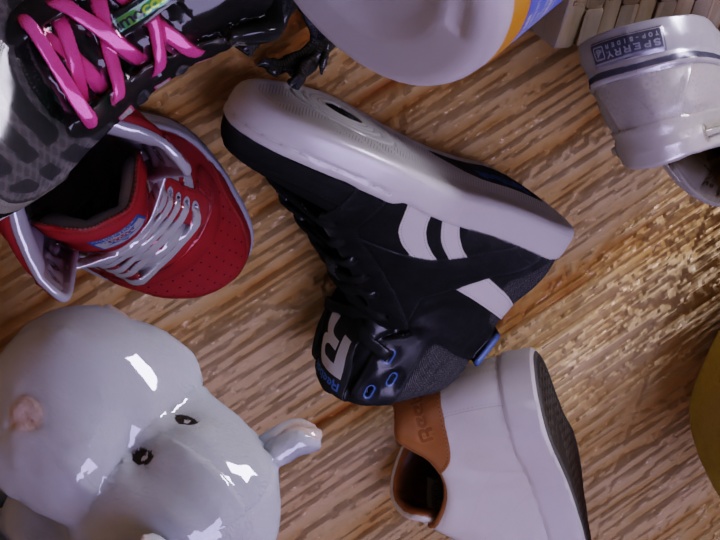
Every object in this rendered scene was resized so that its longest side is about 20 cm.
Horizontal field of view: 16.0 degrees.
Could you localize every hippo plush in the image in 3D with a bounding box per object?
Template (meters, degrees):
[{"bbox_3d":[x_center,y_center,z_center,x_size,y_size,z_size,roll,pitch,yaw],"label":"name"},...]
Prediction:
[{"bbox_3d":[-0.103,0.103,0.931,0.159,0.200,0.161,-38,176,-28],"label":"hippo plush"}]

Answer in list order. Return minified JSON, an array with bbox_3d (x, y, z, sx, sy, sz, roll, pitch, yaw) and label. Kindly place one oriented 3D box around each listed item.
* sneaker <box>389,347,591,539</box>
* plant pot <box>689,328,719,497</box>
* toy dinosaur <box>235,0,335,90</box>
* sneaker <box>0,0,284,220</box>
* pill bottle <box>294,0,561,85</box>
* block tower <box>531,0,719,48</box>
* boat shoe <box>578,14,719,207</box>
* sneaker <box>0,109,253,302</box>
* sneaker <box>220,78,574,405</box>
[{"bbox_3d":[0.061,0.101,1.199,0.084,0.073,0.200,-12,143,9],"label":"sneaker"},{"bbox_3d":[0.244,0.062,1.231,0.142,0.201,0.200,-35,145,30],"label":"plant pot"},{"bbox_3d":[-0.016,-0.115,0.974,0.088,0.047,0.200,-55,141,1],"label":"toy dinosaur"},{"bbox_3d":[-0.074,-0.086,0.814,0.200,0.087,0.074,-48,116,-43],"label":"sneaker"},{"bbox_3d":[0.064,-0.162,0.926,0.200,0.112,0.112,-42,141,-33],"label":"pill bottle"},{"bbox_3d":[0.150,-0.136,1.080,0.199,0.058,0.054,-9,127,-36],"label":"block tower"},{"bbox_3d":[0.147,-0.060,1.077,0.071,0.070,0.200,-14,173,20],"label":"boat shoe"},{"bbox_3d":[-0.086,-0.022,0.935,0.071,0.112,0.200,-48,138,3],"label":"sneaker"},{"bbox_3d":[0.000,0.000,1.050,0.200,0.073,0.112,20,106,-47],"label":"sneaker"}]
